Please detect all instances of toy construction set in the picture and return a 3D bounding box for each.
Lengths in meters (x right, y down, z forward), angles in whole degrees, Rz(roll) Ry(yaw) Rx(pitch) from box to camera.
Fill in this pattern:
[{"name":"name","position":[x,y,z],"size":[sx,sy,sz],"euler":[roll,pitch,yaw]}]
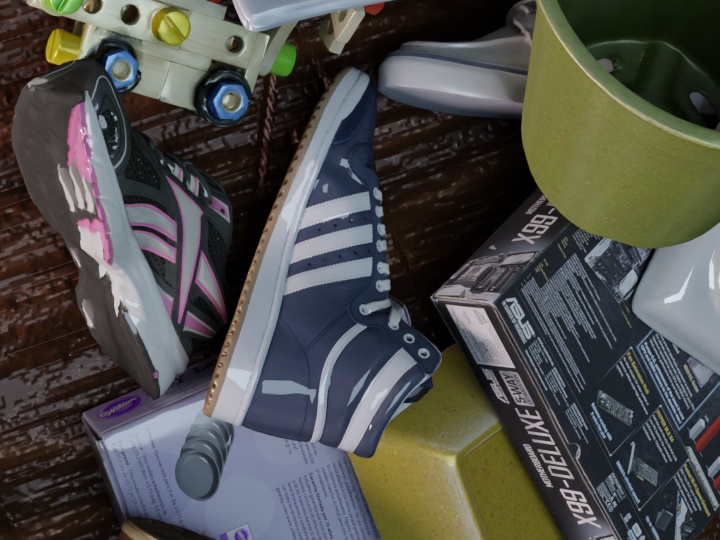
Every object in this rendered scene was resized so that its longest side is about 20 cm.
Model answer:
[{"name":"toy construction set","position":[-0.089,-0.146,1.280],"size":[0.199,0.092,0.132],"euler":[17,96,-12]}]

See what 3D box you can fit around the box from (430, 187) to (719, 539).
[{"name":"box","position":[0.142,0.044,1.361],"size":[0.158,0.050,0.201],"euler":[-45,119,-28]}]

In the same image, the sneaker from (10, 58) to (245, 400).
[{"name":"sneaker","position":[-0.111,-0.034,1.295],"size":[0.086,0.080,0.201],"euler":[-37,141,-22]}]

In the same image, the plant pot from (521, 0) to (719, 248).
[{"name":"plant pot","position":[0.157,-0.104,1.237],"size":[0.198,0.190,0.201],"euler":[4,65,-8]}]

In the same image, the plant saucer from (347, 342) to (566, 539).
[{"name":"plant saucer","position":[0.104,0.124,1.398],"size":[0.200,0.048,0.201],"euler":[-34,114,-33]}]

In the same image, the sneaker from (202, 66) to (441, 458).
[{"name":"sneaker","position":[0.000,0.000,1.318],"size":[0.108,0.070,0.201],"euler":[20,73,-2]}]

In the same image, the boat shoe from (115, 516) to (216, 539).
[{"name":"boat shoe","position":[-0.051,0.194,1.327],"size":[0.200,0.072,0.068],"euler":[34,88,-27]}]

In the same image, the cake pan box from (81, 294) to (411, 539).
[{"name":"cake pan box","position":[-0.034,0.135,1.385],"size":[0.183,0.052,0.201],"euler":[-24,110,-12]}]

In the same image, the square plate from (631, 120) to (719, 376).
[{"name":"square plate","position":[0.256,-0.019,1.385],"size":[0.200,0.028,0.199],"euler":[34,78,-34]}]

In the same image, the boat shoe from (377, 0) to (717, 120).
[{"name":"boat shoe","position":[0.102,-0.116,1.372],"size":[0.199,0.073,0.066],"euler":[2,87,-24]}]

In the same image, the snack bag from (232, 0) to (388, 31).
[{"name":"snack bag","position":[-0.009,-0.219,1.262],"size":[0.187,0.021,0.201],"euler":[-13,75,-24]}]
